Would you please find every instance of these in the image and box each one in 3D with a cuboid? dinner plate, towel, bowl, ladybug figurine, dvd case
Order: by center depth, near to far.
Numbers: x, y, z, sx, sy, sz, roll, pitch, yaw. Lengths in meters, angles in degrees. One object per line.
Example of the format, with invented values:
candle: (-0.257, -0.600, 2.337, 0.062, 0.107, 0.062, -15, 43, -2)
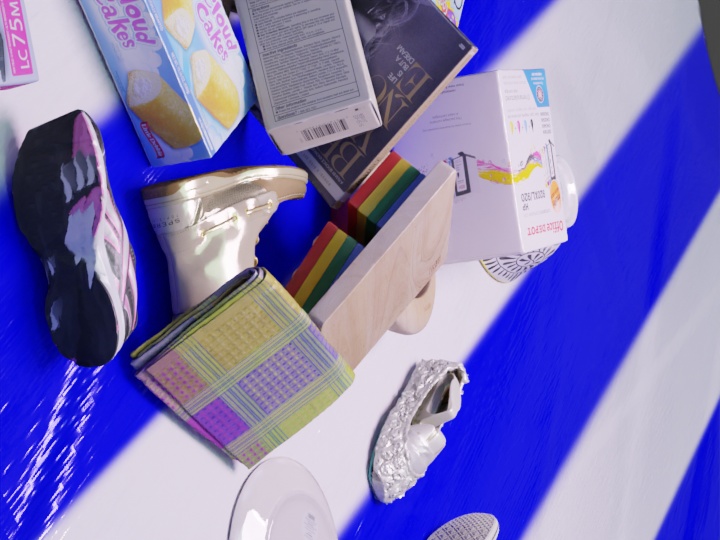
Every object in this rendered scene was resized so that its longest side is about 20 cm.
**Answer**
towel: (-0.098, 0.085, 1.624, 0.200, 0.143, 0.023, 49, 4, -47)
dvd case: (-0.003, -0.179, 1.736, 0.149, 0.200, 0.016, 50, 17, 26)
dinner plate: (-0.062, 0.275, 1.749, 0.200, 0.024, 0.202, 27, 59, -58)
ladybug figurine: (0.019, -0.029, 1.926, 0.136, 0.071, 0.202, -33, 113, -59)
bowl: (0.206, -0.091, 2.272, 0.200, 0.093, 0.203, 26, 60, -57)

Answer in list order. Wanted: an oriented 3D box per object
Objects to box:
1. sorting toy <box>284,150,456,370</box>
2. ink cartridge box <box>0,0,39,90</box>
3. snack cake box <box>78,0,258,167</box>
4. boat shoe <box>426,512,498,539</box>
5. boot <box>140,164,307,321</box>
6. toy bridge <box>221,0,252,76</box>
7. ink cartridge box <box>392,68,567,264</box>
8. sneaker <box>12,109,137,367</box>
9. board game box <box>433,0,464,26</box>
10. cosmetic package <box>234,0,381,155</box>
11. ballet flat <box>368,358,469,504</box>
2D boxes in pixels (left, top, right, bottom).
sorting toy: (0.000, 0.000, 1.764, 0.199, 0.069, 0.200, -49, 165, -19)
ink cartridge box: (-0.318, -0.187, 1.369, 0.200, 0.042, 0.121, -19, 100, -60)
snack cake box: (-0.170, -0.207, 1.621, 0.115, 0.067, 0.201, -57, 133, -50)
boat shoe: (0.094, 0.334, 1.979, 0.200, 0.074, 0.063, -55, 136, -45)
boot: (-0.109, -0.013, 1.674, 0.199, 0.072, 0.157, -14, 94, -56)
toy bridge: (-0.091, -0.211, 1.812, 0.200, 0.027, 0.068, 48, 42, -45)
ink cartridge box: (0.131, -0.114, 2.081, 0.147, 0.143, 0.202, -13, 95, -63)
sneaker: (-0.221, -0.029, 1.490, 0.086, 0.080, 0.202, -36, 123, -72)
board game box: (0.055, -0.340, 2.038, 0.103, 0.104, 0.201, 55, 39, -42)
cosmetic package: (-0.055, -0.220, 1.706, 0.073, 0.103, 0.202, 59, 17, -71)
ballet flat: (0.066, 0.162, 1.975, 0.072, 0.071, 0.201, 63, 34, -31)
